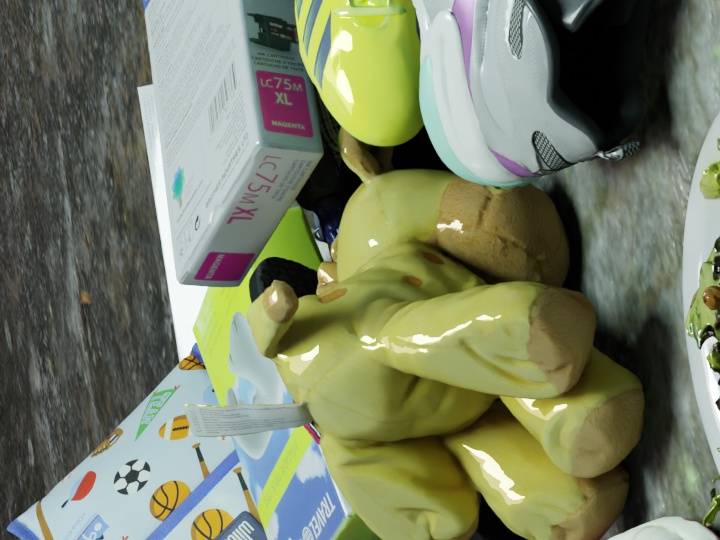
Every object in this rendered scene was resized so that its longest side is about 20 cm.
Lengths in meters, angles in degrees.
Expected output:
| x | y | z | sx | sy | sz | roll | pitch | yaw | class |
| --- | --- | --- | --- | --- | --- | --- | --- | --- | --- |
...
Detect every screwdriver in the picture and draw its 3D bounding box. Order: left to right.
| x | y | z | sx | sy | sz | roll | pitch | yaw | class |
| --- | --- | --- | --- | --- | --- | --- | --- | --- | --- |
| 0.000 | 0.000 | 1.188 | 0.200 | 0.028 | 0.029 | 63 | 163 | 18 | screwdriver |

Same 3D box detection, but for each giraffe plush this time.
| x | y | z | sx | sy | sz | roll | pitch | yaw | class |
| --- | --- | --- | --- | --- | --- | --- | --- | --- | --- |
| 0.036 | 0.019 | 1.118 | 0.162 | 0.200 | 0.173 | -73 | -10 | -46 | giraffe plush |

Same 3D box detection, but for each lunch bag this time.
| x | y | z | sx | sy | sz | roll | pitch | yaw | class |
| --- | --- | --- | --- | --- | --- | --- | --- | --- | --- |
| -0.082 | 0.160 | 1.428 | 0.200 | 0.170 | 0.124 | 34 | 164 | 45 | lunch bag |

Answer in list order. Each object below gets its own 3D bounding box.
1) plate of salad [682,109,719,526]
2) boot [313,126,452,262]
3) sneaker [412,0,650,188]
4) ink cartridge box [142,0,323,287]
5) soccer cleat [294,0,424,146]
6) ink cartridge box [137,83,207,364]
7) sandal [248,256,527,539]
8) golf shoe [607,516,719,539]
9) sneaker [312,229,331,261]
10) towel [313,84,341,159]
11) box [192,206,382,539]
| x | y | z | sx | sy | sz | roll | pitch | yaw | class |
| --- | --- | --- | --- | --- | --- | --- | --- | --- | --- |
| 0.153 | 0.027 | 0.889 | 0.200 | 0.048 | 0.200 | 173 | 90 | -73 | plate of salad |
| 0.013 | -0.030 | 1.291 | 0.097 | 0.075 | 0.200 | 93 | 172 | -60 | boot |
| 0.068 | -0.135 | 1.007 | 0.140 | 0.078 | 0.200 | -5 | 112 | 56 | sneaker |
| -0.067 | -0.107 | 1.205 | 0.119 | 0.042 | 0.200 | 125 | 141 | -49 | ink cartridge box |
| 0.006 | -0.156 | 1.097 | 0.084 | 0.065 | 0.201 | 116 | 154 | -71 | soccer cleat |
| -0.092 | -0.020 | 1.578 | 0.094 | 0.044 | 0.200 | 7 | -107 | -71 | ink cartridge box |
| 0.009 | 0.079 | 1.187 | 0.200 | 0.075 | 0.045 | 48 | 122 | -4 | sandal |
| 0.117 | 0.147 | 0.983 | 0.200 | 0.091 | 0.075 | -164 | 66 | -73 | golf shoe |
| -0.053 | 0.002 | 1.424 | 0.070 | 0.080 | 0.200 | -55 | 16 | -12 | sneaker |
| 0.001 | -0.166 | 1.201 | 0.192 | 0.034 | 0.200 | -23 | 73 | 48 | towel |
| -0.028 | 0.083 | 1.281 | 0.122 | 0.048 | 0.200 | 115 | 138 | -55 | box |
